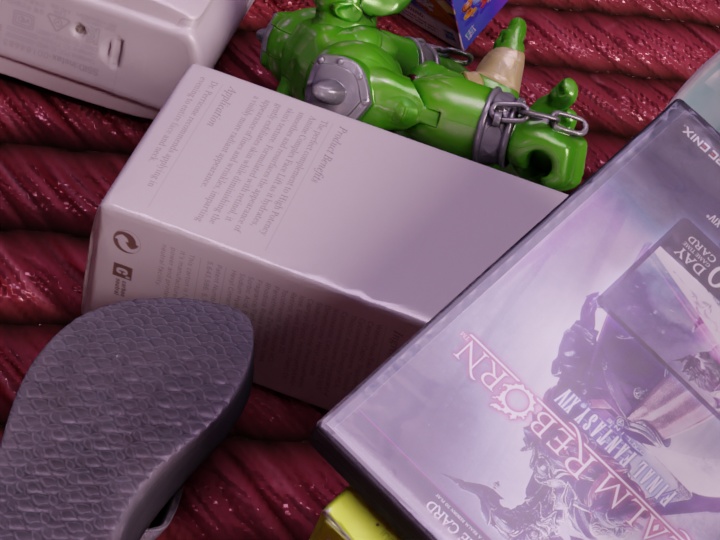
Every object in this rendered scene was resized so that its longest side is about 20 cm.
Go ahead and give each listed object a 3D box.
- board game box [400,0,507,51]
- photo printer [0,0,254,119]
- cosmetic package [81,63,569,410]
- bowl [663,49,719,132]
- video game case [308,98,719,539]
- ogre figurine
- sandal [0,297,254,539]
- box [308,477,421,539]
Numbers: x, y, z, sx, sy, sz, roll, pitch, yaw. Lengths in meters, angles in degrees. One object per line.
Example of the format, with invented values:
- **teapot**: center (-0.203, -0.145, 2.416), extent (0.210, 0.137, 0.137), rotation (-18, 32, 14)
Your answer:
- **board game box**: center (-0.019, -0.210, 1.107), extent (0.199, 0.135, 0.045), rotation (34, 73, 25)
- **photo printer**: center (-0.128, -0.162, 1.054), extent (0.165, 0.070, 0.200), rotation (18, 34, 2)
- **cosmetic package**: center (0.000, 0.000, 0.869), extent (0.199, 0.074, 0.102), rotation (22, 46, 6)
- **bowl**: center (0.206, 0.003, 0.878), extent (0.105, 0.201, 0.201), rotation (14, 28, -41)
- **video game case**: center (0.100, 0.044, 0.739), extent (0.143, 0.019, 0.200), rotation (44, 60, 11)
- **ogre figurine**: center (0.021, -0.079, 0.959), extent (0.119, 0.099, 0.201), rotation (13, 31, -16)
- **sandal**: center (-0.098, 0.079, 0.766), extent (0.076, 0.043, 0.201), rotation (16, 44, 14)
- **box**: center (0.090, 0.074, 0.757), extent (0.122, 0.048, 0.200), rotation (45, 60, 11)
